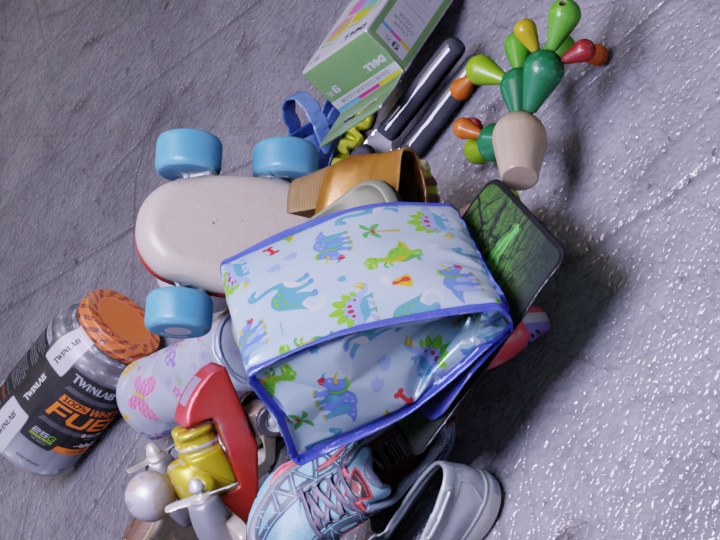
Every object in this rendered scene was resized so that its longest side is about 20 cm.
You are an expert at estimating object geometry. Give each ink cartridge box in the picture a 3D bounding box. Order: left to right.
[{"bbox_3d":[0.012,-0.219,1.800,0.104,0.059,0.200,-28,24,47],"label":"ink cartridge box"}]

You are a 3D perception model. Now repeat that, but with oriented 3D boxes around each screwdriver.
[{"bbox_3d":[0.021,0.136,1.608,0.029,0.028,0.200,-14,53,17],"label":"screwdriver"}]

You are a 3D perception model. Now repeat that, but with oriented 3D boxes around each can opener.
[{"bbox_3d":[0.040,-0.128,1.752,0.200,0.053,0.067,-52,-4,18],"label":"can opener"}]

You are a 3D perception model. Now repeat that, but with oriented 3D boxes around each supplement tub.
[{"bbox_3d":[-0.316,0.122,2.050,0.200,0.122,0.123,-49,33,24],"label":"supplement tub"}]

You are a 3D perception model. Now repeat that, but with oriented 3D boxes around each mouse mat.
[{"bbox_3d":[0.076,0.033,1.474,0.200,0.008,0.161,-56,29,11],"label":"mouse mat"}]

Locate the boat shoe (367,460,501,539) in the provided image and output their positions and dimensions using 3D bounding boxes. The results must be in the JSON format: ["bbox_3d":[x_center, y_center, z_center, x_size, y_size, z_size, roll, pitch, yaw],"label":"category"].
[{"bbox_3d":[0.028,0.231,1.479,0.201,0.071,0.070,-55,31,12],"label":"boat shoe"}]

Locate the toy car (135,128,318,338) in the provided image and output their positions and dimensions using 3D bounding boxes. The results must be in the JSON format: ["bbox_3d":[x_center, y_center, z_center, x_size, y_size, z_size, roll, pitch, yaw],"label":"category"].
[{"bbox_3d":[-0.125,-0.012,1.753,0.200,0.177,0.185,118,154,-72],"label":"toy car"}]

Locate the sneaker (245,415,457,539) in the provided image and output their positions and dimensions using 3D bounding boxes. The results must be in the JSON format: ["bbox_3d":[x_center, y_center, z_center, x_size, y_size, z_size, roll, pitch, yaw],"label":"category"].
[{"bbox_3d":[-0.011,0.167,1.497,0.200,0.079,0.096,-38,-1,-7],"label":"sneaker"}]

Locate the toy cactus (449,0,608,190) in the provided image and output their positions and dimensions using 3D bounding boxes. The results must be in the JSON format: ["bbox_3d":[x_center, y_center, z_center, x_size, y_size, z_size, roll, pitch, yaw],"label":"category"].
[{"bbox_3d":[0.140,-0.133,1.573,0.200,0.102,0.165,-44,31,42],"label":"toy cactus"}]

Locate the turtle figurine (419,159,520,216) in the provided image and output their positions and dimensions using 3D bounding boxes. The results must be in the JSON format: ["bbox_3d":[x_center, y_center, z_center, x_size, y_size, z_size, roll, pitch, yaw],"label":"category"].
[{"bbox_3d":[0.077,-0.008,1.606,0.161,0.064,0.200,-13,73,50],"label":"turtle figurine"}]

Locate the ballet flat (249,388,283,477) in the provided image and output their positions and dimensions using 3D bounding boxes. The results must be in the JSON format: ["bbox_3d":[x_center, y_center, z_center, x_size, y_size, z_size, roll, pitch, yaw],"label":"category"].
[{"bbox_3d":[-0.083,0.144,1.732,0.200,0.073,0.073,-46,34,25],"label":"ballet flat"}]

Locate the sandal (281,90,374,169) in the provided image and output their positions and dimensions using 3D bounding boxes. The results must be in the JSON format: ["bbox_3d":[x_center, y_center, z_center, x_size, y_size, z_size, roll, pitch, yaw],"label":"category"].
[{"bbox_3d":[-0.060,-0.099,1.869,0.079,0.087,0.200,-2,66,55],"label":"sandal"}]

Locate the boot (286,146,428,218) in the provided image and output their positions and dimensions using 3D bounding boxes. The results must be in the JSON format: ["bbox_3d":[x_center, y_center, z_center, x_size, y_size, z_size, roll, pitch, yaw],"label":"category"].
[{"bbox_3d":[0.000,0.000,1.595,0.144,0.071,0.201,-8,82,43],"label":"boot"}]

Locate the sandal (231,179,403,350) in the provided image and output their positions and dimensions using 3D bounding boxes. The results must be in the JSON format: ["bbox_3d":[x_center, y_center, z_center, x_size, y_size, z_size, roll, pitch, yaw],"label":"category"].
[{"bbox_3d":[-0.046,-0.004,1.560,0.201,0.057,0.080,-47,69,25],"label":"sandal"}]

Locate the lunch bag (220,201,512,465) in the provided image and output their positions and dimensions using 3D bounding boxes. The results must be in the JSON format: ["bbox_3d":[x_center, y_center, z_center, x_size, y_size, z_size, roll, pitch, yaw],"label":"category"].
[{"bbox_3d":[0.007,0.034,1.454,0.200,0.127,0.170,-26,35,3],"label":"lunch bag"}]

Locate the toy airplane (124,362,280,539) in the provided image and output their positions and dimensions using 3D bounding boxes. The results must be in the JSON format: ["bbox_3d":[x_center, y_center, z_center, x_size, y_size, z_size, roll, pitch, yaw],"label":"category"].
[{"bbox_3d":[-0.138,0.208,1.641,0.200,0.141,0.199,112,149,-49],"label":"toy airplane"}]

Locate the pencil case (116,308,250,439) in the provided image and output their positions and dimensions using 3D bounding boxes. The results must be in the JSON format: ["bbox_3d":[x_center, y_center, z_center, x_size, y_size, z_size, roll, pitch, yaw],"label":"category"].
[{"bbox_3d":[-0.164,0.102,1.866,0.200,0.083,0.091,-30,67,45],"label":"pencil case"}]

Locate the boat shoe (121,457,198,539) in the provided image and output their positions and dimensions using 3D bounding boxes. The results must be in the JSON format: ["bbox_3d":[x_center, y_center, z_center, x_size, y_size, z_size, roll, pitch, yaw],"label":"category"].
[{"bbox_3d":[-0.199,0.274,1.807,0.068,0.072,0.200,-7,54,61],"label":"boat shoe"}]

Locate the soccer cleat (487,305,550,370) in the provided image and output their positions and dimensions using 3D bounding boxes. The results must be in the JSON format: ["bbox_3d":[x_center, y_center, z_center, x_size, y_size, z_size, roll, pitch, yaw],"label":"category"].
[{"bbox_3d":[0.072,0.068,1.551,0.200,0.076,0.067,-26,73,51],"label":"soccer cleat"}]
